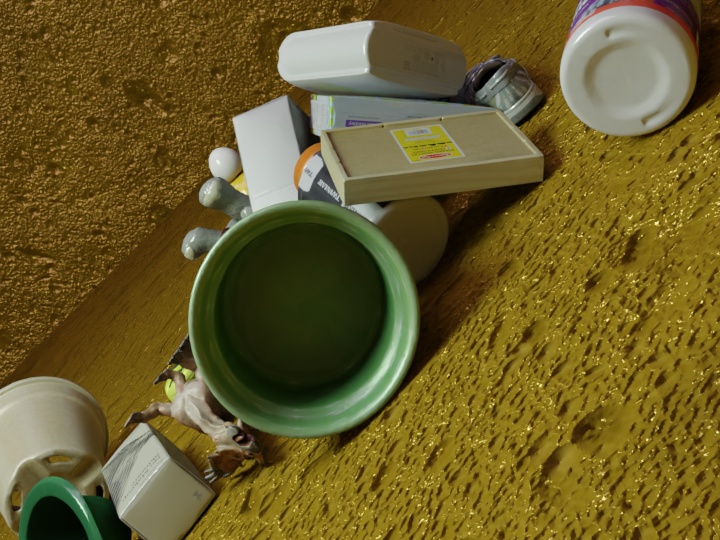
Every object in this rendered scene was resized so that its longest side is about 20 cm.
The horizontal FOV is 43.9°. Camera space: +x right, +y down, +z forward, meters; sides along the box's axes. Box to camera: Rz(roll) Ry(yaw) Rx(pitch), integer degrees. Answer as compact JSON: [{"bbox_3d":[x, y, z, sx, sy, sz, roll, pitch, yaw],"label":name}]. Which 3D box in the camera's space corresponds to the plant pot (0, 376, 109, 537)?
[{"bbox_3d":[-0.422,0.270,1.203,0.201,0.201,0.183,-48,29,-9],"label":"plant pot"}]

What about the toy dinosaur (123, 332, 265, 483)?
[{"bbox_3d":[-0.155,0.147,0.932,0.086,0.135,0.200,-52,8,11],"label":"toy dinosaur"}]

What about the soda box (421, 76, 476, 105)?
[{"bbox_3d":[0.077,-0.204,1.243,0.199,0.064,0.069,-27,25,49],"label":"soda box"}]

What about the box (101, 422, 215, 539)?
[{"bbox_3d":[-0.227,0.232,0.981,0.083,0.068,0.199,-51,17,-14],"label":"box"}]

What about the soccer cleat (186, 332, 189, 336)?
[{"bbox_3d":[-0.218,0.112,1.250,0.086,0.068,0.200,-52,13,10],"label":"soccer cleat"}]

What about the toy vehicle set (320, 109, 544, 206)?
[{"bbox_3d":[0.066,-0.115,0.883,0.196,0.027,0.125,-8,32,-9],"label":"toy vehicle set"}]

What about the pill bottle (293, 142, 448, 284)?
[{"bbox_3d":[-0.001,-0.069,0.941,0.106,0.106,0.200,-46,41,-1],"label":"pill bottle"}]

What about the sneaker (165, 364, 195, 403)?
[{"bbox_3d":[-0.143,0.097,1.066,0.200,0.084,0.074,-44,20,-20],"label":"sneaker"}]

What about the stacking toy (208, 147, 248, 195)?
[{"bbox_3d":[-0.150,-0.099,1.317,0.146,0.200,0.147,-41,18,16],"label":"stacking toy"}]

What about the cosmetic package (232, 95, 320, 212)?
[{"bbox_3d":[-0.085,-0.096,1.095,0.089,0.204,0.107,-16,-15,15],"label":"cosmetic package"}]

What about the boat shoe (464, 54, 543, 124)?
[{"bbox_3d":[0.166,-0.230,1.086,0.074,0.065,0.203,-41,18,13],"label":"boat shoe"}]

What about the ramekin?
[{"bbox_3d":[-0.050,0.036,0.795,0.200,0.200,0.098,-45,10,2],"label":"ramekin"}]

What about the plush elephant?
[{"bbox_3d":[-0.145,0.004,1.184,0.165,0.197,0.157,-45,34,49],"label":"plush elephant"}]

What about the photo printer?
[{"bbox_3d":[0.005,-0.251,1.091,0.198,0.164,0.071,10,95,49],"label":"photo printer"}]

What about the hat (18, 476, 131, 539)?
[{"bbox_3d":[-0.257,0.287,0.972,0.174,0.200,0.168,-2,-52,-49],"label":"hat"}]

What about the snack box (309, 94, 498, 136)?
[{"bbox_3d":[0.047,-0.176,1.056,0.142,0.196,0.054,-135,48,-72],"label":"snack box"}]

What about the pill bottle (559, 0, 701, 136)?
[{"bbox_3d":[0.244,-0.217,0.792,0.111,0.111,0.201,-31,22,39],"label":"pill bottle"}]
